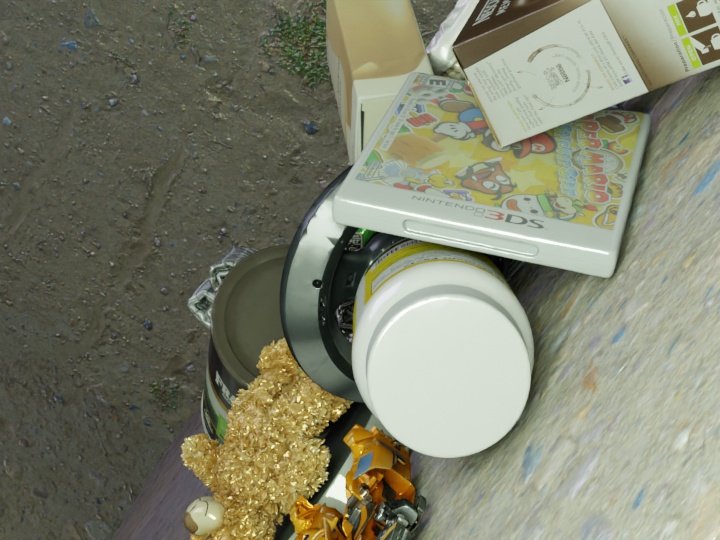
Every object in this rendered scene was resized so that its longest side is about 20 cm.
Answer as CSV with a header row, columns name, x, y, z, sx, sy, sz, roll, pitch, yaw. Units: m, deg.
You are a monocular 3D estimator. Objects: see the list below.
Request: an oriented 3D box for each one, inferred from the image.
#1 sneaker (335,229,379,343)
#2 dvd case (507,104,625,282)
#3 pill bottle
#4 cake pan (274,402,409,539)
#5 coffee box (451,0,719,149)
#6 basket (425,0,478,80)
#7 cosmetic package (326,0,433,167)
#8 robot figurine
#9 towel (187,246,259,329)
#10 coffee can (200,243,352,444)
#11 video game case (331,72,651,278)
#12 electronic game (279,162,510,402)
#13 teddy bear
name,x,y,z,sx,sy,sz,roll,pitch,yaw
sneaker,0.000,0.000,1.124,0.085,0.077,0.202,26,-106,-58
dvd case,0.127,-0.086,1.139,0.200,0.016,0.149,-51,42,26
pill bottle,0.050,0.045,0.891,0.115,0.114,0.200,-53,5,8
cake pan,-0.020,0.172,1.122,0.201,0.037,0.200,-54,5,7
coffee box,0.172,-0.169,0.923,0.199,0.080,0.115,-20,22,28
basket,0.164,-0.216,1.286,0.201,0.160,0.198,-55,5,-4
cosmetic package,0.016,-0.170,1.233,0.201,0.070,0.106,-103,10,-49
robot figurine,-0.015,0.180,0.903,0.145,0.058,0.200,-54,5,14
towel,-0.073,0.056,1.456,0.086,0.199,0.166,-54,3,5
coffee can,-0.066,0.088,1.255,0.147,0.146,0.200,-56,-8,-27
video game case,0.095,-0.071,0.945,0.200,0.180,0.023,-61,-21,-55
electronic game,0.029,0.004,1.028,0.201,0.200,0.042,-54,39,-2
teddy bear,-0.078,0.140,1.071,0.145,0.067,0.201,35,86,41
